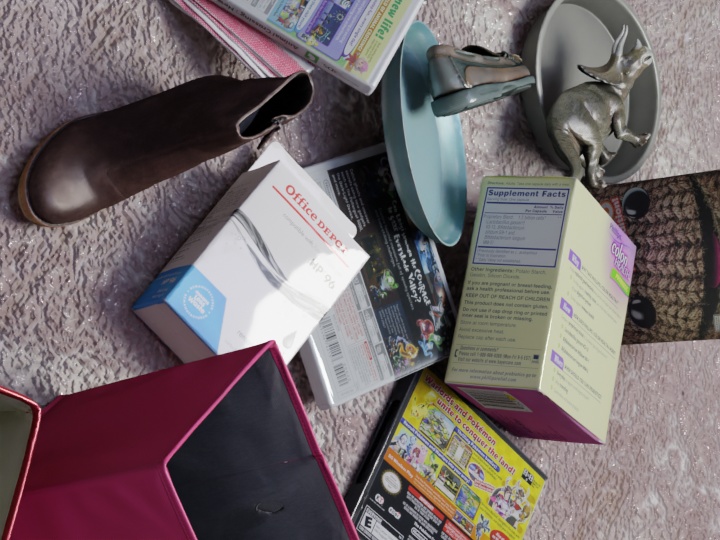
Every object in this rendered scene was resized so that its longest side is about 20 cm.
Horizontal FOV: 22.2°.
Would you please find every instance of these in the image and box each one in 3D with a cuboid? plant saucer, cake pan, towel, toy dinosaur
[{"bbox_3d":[0.055,-0.120,1.633,0.200,0.027,0.202,-9,90,-73],"label":"plant saucer"},{"bbox_3d":[0.230,-0.186,1.852,0.199,0.037,0.203,5,82,-43],"label":"cake pan"},{"bbox_3d":[-0.056,-0.255,1.533,0.146,0.030,0.200,41,68,-1],"label":"towel"},{"bbox_3d":[0.215,-0.139,1.771,0.200,0.077,0.103,-44,103,-32],"label":"toy dinosaur"}]

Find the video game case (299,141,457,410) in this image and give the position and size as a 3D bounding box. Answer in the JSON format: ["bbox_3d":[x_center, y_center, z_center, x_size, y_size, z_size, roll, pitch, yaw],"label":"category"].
[{"bbox_3d":[0.000,0.000,1.609,0.181,0.023,0.202,-20,93,-43],"label":"video game case"}]

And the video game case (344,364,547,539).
[{"bbox_3d":[0.076,0.210,1.671,0.200,0.025,0.182,44,58,-30],"label":"video game case"}]

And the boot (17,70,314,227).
[{"bbox_3d":[-0.148,-0.099,1.390,0.200,0.165,0.073,-37,110,-40],"label":"boot"}]

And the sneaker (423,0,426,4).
[{"bbox_3d":[0.009,-0.233,1.625,0.198,0.074,0.089,-7,92,-33],"label":"sneaker"}]

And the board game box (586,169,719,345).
[{"bbox_3d":[0.314,-0.014,1.802,0.096,0.199,0.161,-8,90,-43],"label":"board game box"}]

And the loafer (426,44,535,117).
[{"bbox_3d":[0.110,-0.184,1.682,0.063,0.071,0.200,70,22,-3],"label":"loafer"}]

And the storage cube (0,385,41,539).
[{"bbox_3d":[-0.338,0.144,1.174,0.170,0.179,0.202,27,67,-39],"label":"storage cube"}]

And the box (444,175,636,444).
[{"bbox_3d":[0.170,0.038,1.698,0.176,0.096,0.202,37,61,-56],"label":"box"}]

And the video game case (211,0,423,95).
[{"bbox_3d":[-0.025,-0.270,1.519,0.181,0.022,0.201,31,67,-4],"label":"video game case"}]

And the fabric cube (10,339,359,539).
[{"bbox_3d":[-0.142,0.194,1.306,0.202,0.198,0.196,68,26,-15],"label":"fabric cube"}]

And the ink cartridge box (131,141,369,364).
[{"bbox_3d":[-0.076,-0.005,1.492,0.116,0.068,0.200,46,62,-18],"label":"ink cartridge box"}]
